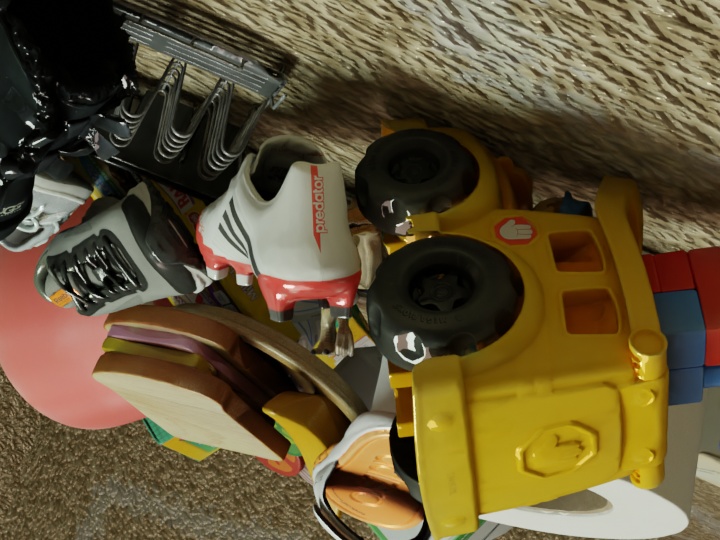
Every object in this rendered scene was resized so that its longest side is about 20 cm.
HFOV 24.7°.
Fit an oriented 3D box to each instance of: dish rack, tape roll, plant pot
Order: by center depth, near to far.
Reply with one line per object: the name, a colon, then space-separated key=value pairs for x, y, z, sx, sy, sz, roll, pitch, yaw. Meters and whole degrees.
dish rack: x=-0.119 y=-0.097 z=0.890 sx=0.153 sy=0.055 sz=0.200 roll=21 pitch=170 yaw=-10
tape roll: x=0.114 y=0.073 z=1.020 sx=0.202 sy=0.140 sz=0.203 roll=12 pitch=161 yaw=4
plant pot: x=-0.161 y=0.020 z=1.267 sx=0.200 sy=0.201 sz=0.177 roll=26 pitch=159 yaw=-35

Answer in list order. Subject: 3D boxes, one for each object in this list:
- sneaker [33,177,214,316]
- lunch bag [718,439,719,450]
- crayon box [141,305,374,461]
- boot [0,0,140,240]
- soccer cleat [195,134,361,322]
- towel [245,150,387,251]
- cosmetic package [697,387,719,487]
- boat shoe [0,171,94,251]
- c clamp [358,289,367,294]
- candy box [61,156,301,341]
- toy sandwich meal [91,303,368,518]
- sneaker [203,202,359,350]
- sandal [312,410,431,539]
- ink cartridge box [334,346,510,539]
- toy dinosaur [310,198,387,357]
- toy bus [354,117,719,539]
sneaker: x=-0.147 y=-0.003 z=0.996 sx=0.074 sy=0.079 sz=0.200 roll=57 pitch=160 yaw=-10
lunch bag: x=0.349 y=0.118 z=1.084 sx=0.200 sy=0.083 sz=0.160 roll=26 pitch=166 yaw=-38
crayon box: x=-0.090 y=0.084 z=1.433 sx=0.058 sy=0.199 sz=0.119 roll=57 pitch=-178 yaw=17
boot: x=-0.191 y=-0.119 z=0.791 sx=0.073 sy=0.199 sz=0.162 roll=-24 pitch=170 yaw=-37
soccer cleat: x=-0.044 y=-0.031 z=0.863 sx=0.068 sy=0.086 sz=0.200 roll=-1 pitch=-169 yaw=-15
towel: x=-0.046 y=-0.044 z=1.130 sx=0.199 sy=0.024 sz=0.153 roll=21 pitch=171 yaw=-9
cosmetic package: x=0.278 y=0.122 z=1.261 sx=0.199 sy=0.073 sz=0.103 roll=25 pitch=169 yaw=-32
boat shoe: x=-0.212 y=-0.046 z=1.017 sx=0.074 sy=0.065 sz=0.202 roll=36 pitch=175 yaw=-6
c clamp: x=0.055 y=0.026 z=1.277 sx=0.170 sy=0.027 sz=0.200 roll=24 pitch=-177 yaw=42
candy box: x=-0.125 y=-0.025 z=1.077 sx=0.200 sy=0.026 sz=0.102 roll=54 pitch=155 yaw=-13
toy sandwich meal: x=-0.079 y=0.094 z=1.067 sx=0.204 sy=0.070 sz=0.205 roll=25 pitch=154 yaw=13
sneaker: x=-0.068 y=0.012 z=1.144 sx=0.075 sy=0.087 sz=0.200 roll=22 pitch=166 yaw=33
sandal: x=0.008 y=0.134 z=0.950 sx=0.079 sy=0.060 sz=0.207 roll=15 pitch=158 yaw=0
ink cartridge box: x=0.056 y=0.131 z=1.224 sx=0.147 sy=0.083 sz=0.200 roll=48 pitch=-162 yaw=17
toy dinosaur: x=0.000 y=0.000 z=0.977 sx=0.058 sy=0.102 sz=0.200 roll=1 pitch=178 yaw=-8
toy bus: x=0.098 y=0.013 z=0.816 sx=0.191 sy=0.201 sz=0.136 roll=-10 pitch=135 yaw=2
